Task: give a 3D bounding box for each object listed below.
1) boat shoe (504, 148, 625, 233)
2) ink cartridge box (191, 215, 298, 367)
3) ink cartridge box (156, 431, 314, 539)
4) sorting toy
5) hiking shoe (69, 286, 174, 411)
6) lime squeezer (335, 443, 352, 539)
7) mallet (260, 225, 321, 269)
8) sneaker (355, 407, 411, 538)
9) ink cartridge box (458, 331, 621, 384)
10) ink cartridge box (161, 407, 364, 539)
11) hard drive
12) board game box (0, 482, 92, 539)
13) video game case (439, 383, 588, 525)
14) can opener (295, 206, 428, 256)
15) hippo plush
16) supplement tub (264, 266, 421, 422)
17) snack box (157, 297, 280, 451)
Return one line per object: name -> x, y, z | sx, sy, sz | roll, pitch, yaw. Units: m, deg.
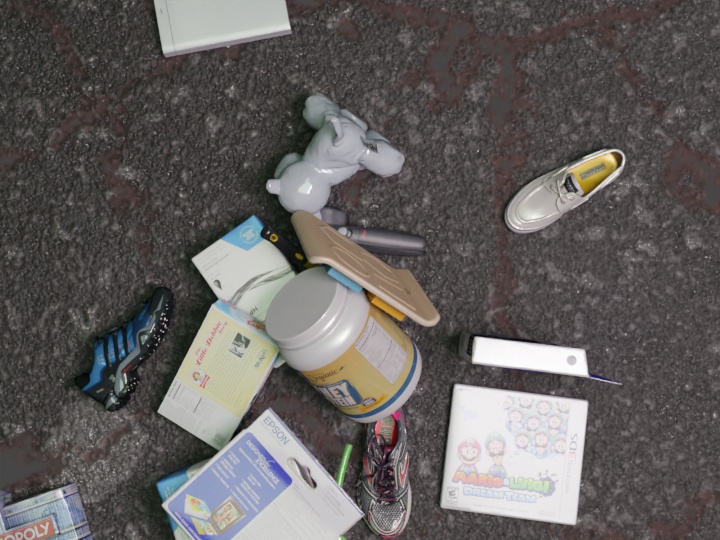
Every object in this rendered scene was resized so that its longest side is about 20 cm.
boat shoe -> 0.304, -0.121, 1.384 | 0.200, 0.070, 0.071 | -28, 85, -2
ink cartridge box -> -0.142, 0.033, 1.378 | 0.116, 0.067, 0.200 | -36, 85, -2
ink cartridge box -> -0.169, 0.330, 1.341 | 0.200, 0.084, 0.145 | -21, 85, -2
sorting toy -> 0.000, 0.000, 1.274 | 0.200, 0.185, 0.036 | 29, 103, -22
hiking shoe -> -0.347, 0.105, 1.371 | 0.087, 0.074, 0.200 | 28, 86, 3
lime squeezer -> -0.022, 0.352, 1.326 | 0.071, 0.038, 0.200 | -12, 97, -28
mallet -> -0.081, -0.003, 1.335 | 0.041, 0.200, 0.066 | 39, 98, 44
sneaker -> 0.031, 0.284, 1.348 | 0.081, 0.075, 0.200 | -3, 85, 1
ink cartridge box -> 0.244, 0.119, 1.299 | 0.200, 0.198, 0.043 | 9, 88, 1
ink cartridge box -> -0.132, 0.325, 1.278 | 0.200, 0.047, 0.198 | -42, 86, -4
hard drive -> -0.216, -0.413, 1.443 | 0.200, 0.027, 0.132 | -11, 85, -1
board game box -> -0.501, 0.390, 1.353 | 0.200, 0.062, 0.200 | -20, 85, -1
video game case -> 0.225, 0.269, 1.371 | 0.200, 0.024, 0.182 | 7, 84, 2
can opener -> 0.001, -0.050, 1.386 | 0.200, 0.063, 0.079 | 10, 84, 2
hippo plush -> -0.040, -0.142, 1.355 | 0.159, 0.200, 0.161 | 31, 104, -24
supplement tub -> -0.023, 0.102, 1.291 | 0.145, 0.145, 0.200 | -46, 124, -3
snack box -> -0.200, 0.152, 1.344 | 0.116, 0.037, 0.200 | 32, 111, 4
